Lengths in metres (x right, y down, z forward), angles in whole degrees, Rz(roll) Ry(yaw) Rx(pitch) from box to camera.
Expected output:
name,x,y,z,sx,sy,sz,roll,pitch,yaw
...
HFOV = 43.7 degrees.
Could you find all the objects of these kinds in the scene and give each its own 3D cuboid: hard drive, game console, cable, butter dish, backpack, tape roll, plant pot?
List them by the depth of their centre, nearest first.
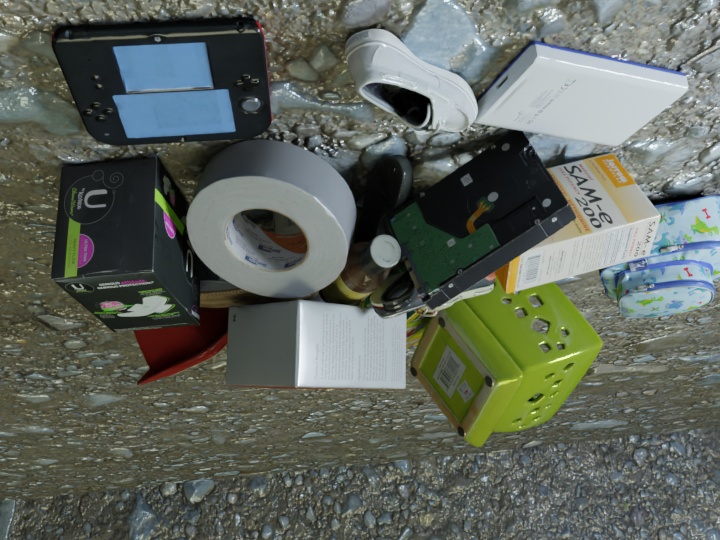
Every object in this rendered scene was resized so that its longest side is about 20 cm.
name,x,y,z,sx,sy,sz,roll,pitch,yaw
game console,-0.190,-0.185,0.901,0.196,0.032,0.177,-4,158,-4
hard drive,0.240,-0.190,0.992,0.197,0.026,0.132,5,156,-23
hard drive,0.137,-0.061,1.055,0.199,0.141,0.038,-33,139,12
tape roll,-0.106,-0.058,1.081,0.197,0.067,0.202,7,137,7
cable,0.072,-0.012,1.141,0.096,0.051,0.199,3,-154,40
plant pot,0.192,0.120,1.294,0.180,0.200,0.202,-19,146,-33
backpack,0.449,-0.016,1.312,0.197,0.149,0.183,-14,159,15
butter dish,-0.258,0.051,1.336,0.199,0.149,0.200,-24,-164,41

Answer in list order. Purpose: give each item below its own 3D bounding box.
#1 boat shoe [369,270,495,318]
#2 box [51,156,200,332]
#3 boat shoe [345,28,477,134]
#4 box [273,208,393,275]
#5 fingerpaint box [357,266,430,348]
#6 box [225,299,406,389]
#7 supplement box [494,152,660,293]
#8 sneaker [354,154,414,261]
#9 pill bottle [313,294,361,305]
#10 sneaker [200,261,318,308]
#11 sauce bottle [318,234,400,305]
name,x,y,z,sx,sy,sz,roll,pitch,yaw
boat shoe,0.100,0.027,1.186,0.198,0.064,0.071,-22,-150,-29
box,-0.281,-0.026,1.112,0.122,0.151,0.200,-5,159,4
boat shoe,0.059,-0.177,0.924,0.071,0.070,0.199,-18,155,29
box,-0.034,-0.044,1.233,0.081,0.070,0.199,-16,155,27
fingerpaint box,0.079,0.058,1.376,0.199,0.074,0.167,-11,153,-51
box,-0.057,0.104,1.197,0.198,0.108,0.151,8,170,-43
supplement box,0.248,-0.062,1.111,0.197,0.127,0.074,-15,139,-11
sneaker,0.052,-0.080,1.175,0.103,0.060,0.201,-22,148,-35
pill bottle,-0.062,0.044,1.390,0.108,0.111,0.200,-9,158,9
sneaker,-0.145,-0.011,1.218,0.197,0.110,0.070,-3,156,21
sauce bottle,0.000,0.000,1.139,0.064,0.066,0.200,3,165,-19
